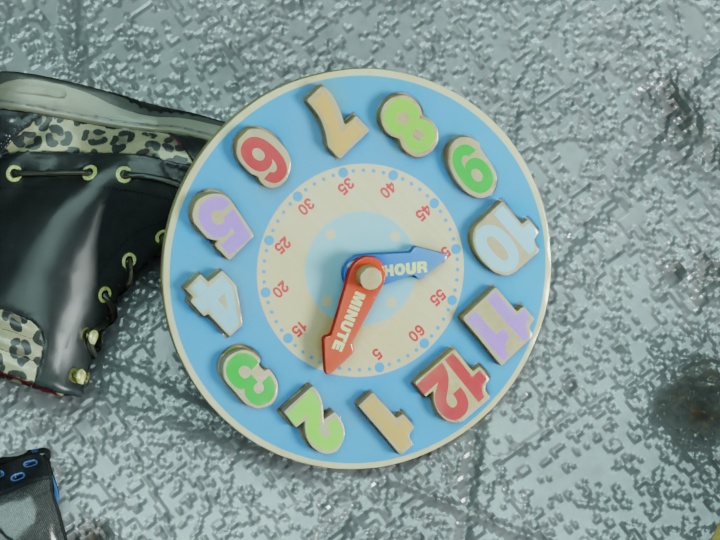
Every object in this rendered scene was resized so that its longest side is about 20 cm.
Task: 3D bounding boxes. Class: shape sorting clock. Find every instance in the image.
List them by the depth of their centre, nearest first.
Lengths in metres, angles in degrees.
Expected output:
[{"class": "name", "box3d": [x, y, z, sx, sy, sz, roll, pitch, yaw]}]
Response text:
[{"class": "shape sorting clock", "box3d": [0.000, 0.000, 1.436, 0.200, 0.039, 0.200, -3, 100, -17]}]

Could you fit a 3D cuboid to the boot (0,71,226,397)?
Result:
[{"class": "boot", "box3d": [-0.113, -0.005, 1.463, 0.203, 0.073, 0.154, 16, 82, -2]}]

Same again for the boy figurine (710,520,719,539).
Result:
[{"class": "boy figurine", "box3d": [0.222, 0.142, 1.407, 0.124, 0.064, 0.200, -7, 66, 26]}]

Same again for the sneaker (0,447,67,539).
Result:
[{"class": "sneaker", "box3d": [-0.214, 0.099, 1.432, 0.112, 0.073, 0.200, -32, 82, -12]}]
